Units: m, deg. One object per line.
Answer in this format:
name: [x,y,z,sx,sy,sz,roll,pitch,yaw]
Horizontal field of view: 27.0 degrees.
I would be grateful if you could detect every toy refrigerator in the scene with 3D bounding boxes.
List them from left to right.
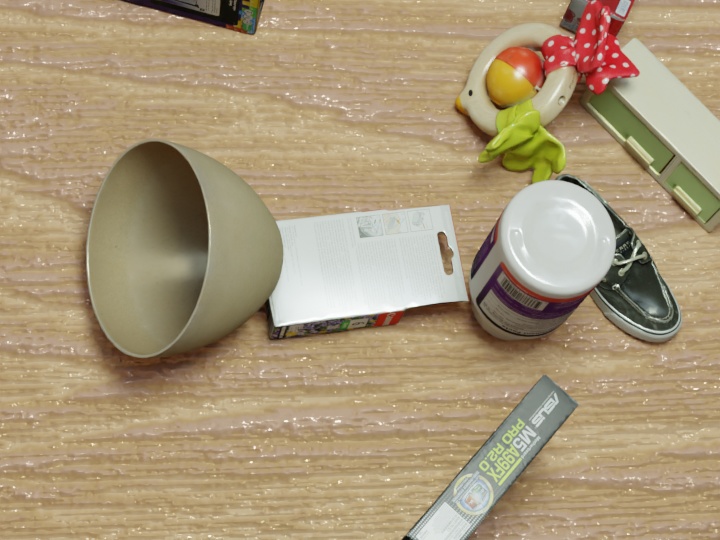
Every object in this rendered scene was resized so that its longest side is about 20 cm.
toy refrigerator: [0.327,-0.141,1.582,0.070,0.076,0.200,-41,82,-19]

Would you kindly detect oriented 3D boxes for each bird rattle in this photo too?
bird rattle: [0.176,-0.197,1.539,0.163,0.112,0.202,35,99,42]

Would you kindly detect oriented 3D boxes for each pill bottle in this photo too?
pill bottle: [0.166,0.000,1.443,0.110,0.200,0.113,3,71,-8]

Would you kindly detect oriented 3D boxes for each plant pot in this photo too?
plant pot: [-0.152,-0.017,1.428,0.133,0.199,0.203,5,66,-44]

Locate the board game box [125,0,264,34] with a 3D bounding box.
board game box: [-0.172,-0.324,1.506,0.163,0.200,0.057,16,71,-3]

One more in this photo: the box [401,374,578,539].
box: [0.109,0.200,1.388,0.044,0.160,0.200,40,70,9]

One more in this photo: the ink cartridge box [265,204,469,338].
ink cartridge box: [0.000,0.000,1.500,0.197,0.050,0.110,-6,72,-11]

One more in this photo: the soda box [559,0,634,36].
soda box: [0.290,-0.349,1.650,0.063,0.070,0.201,26,70,2]

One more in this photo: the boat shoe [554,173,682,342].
boat shoe: [0.257,-0.012,1.533,0.071,0.064,0.200,-38,80,-18]
